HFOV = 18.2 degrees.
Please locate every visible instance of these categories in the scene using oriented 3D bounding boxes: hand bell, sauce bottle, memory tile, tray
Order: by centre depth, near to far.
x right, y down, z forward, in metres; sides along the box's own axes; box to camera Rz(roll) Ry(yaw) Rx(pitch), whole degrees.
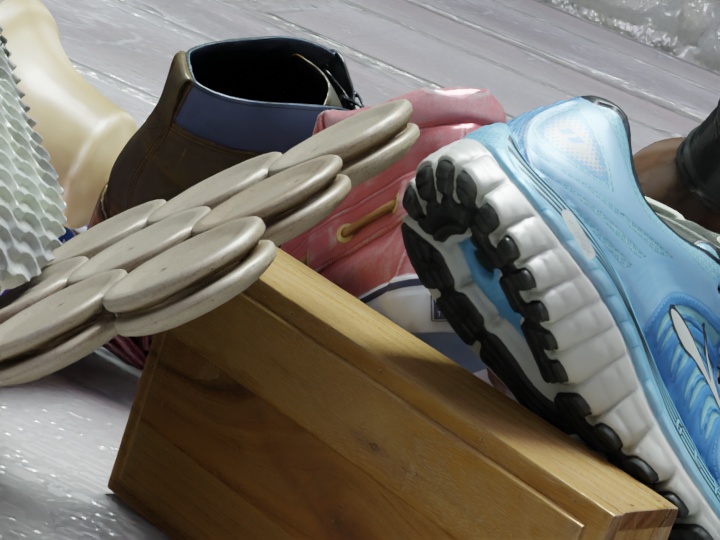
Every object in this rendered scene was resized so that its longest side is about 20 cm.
[{"bbox_3d":[-0.085,0.006,0.695,0.199,0.017,0.153,-20,13,31],"label":"memory tile"},{"bbox_3d":[0.001,0.072,0.719,0.037,0.099,0.200,2,23,-46],"label":"tray"},{"bbox_3d":[0.116,-0.008,0.887,0.064,0.200,0.065,13,56,-20],"label":"sauce bottle"},{"bbox_3d":[-0.083,-0.026,0.952,0.199,0.104,0.104,29,15,16],"label":"hand bell"}]

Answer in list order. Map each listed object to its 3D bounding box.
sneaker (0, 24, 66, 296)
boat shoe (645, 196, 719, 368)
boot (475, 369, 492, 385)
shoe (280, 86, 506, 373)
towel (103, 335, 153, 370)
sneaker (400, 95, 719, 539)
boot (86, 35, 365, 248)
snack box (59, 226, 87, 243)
[{"bbox_3d":[-0.165,-0.038,0.762,0.070,0.099,0.200,49,11,-38],"label":"sneaker"},{"bbox_3d":[0.130,0.024,0.777,0.064,0.071,0.200,-13,42,-46],"label":"boat shoe"},{"bbox_3d":[0.118,0.061,1.025,0.199,0.091,0.073,-13,53,-21],"label":"boot"},{"bbox_3d":[0.000,0.000,0.829,0.071,0.091,0.200,7,-17,-23],"label":"shoe"},{"bbox_3d":[-0.181,-0.029,0.893,0.199,0.023,0.144,26,-11,27],"label":"towel"},{"bbox_3d":[0.099,0.033,0.708,0.090,0.201,0.078,-35,14,-26],"label":"sneaker"},{"bbox_3d":[-0.002,-0.038,0.890,0.199,0.097,0.075,-2,46,-27],"label":"boot"},{"bbox_3d":[-0.083,0.007,1.005,0.072,0.024,0.200,3,22,-47],"label":"snack box"}]
